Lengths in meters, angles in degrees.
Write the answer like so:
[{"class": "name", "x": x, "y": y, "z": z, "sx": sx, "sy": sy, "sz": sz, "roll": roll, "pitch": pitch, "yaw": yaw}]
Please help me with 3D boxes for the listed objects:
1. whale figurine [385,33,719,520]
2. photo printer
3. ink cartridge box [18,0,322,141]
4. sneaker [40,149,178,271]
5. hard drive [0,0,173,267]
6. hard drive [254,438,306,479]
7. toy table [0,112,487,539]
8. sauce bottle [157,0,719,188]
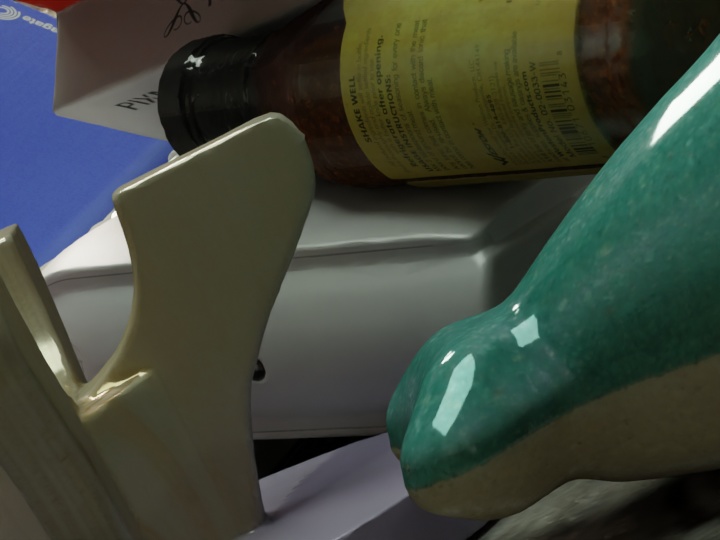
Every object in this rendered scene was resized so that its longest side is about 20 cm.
[{"class": "whale figurine", "x": 0.092, "y": -0.012, "z": 0.605, "sx": 0.199, "sy": 0.104, "sz": 0.159, "roll": -23, "pitch": 8, "yaw": 1}, {"class": "photo printer", "x": 0.000, "y": 0.000, "z": 0.821, "sx": 0.199, "sy": 0.070, "sz": 0.166, "roll": -5, "pitch": 15, "yaw": 36}, {"class": "ink cartridge box", "x": -0.041, "y": -0.090, "z": 0.818, "sx": 0.173, "sy": 0.044, "sz": 0.199, "roll": 11, "pitch": -18, "yaw": -38}, {"class": "sneaker", "x": -0.049, "y": -0.030, "z": 0.972, "sx": 0.199, "sy": 0.081, "sz": 0.075, "roll": -28, "pitch": 33, "yaw": -33}, {"class": "hard drive", "x": -0.150, "y": -0.049, "z": 1.054, "sx": 0.131, "sy": 0.025, "sz": 0.200, "roll": 22, "pitch": 33, "yaw": 10}, {"class": "hard drive", "x": -0.116, "y": 0.065, "z": 0.894, "sx": 0.199, "sy": 0.026, "sz": 0.132, "roll": -11, "pitch": 12, "yaw": 18}, {"class": "toy table", "x": -0.074, "y": 0.048, "z": 0.684, "sx": 0.199, "sy": 0.118, "sz": 0.184, "roll": -28, "pitch": 8, "yaw": -14}, {"class": "sauce bottle", "x": 0.019, "y": -0.056, "z": 0.732, "sx": 0.199, "sy": 0.066, "sz": 0.066, "roll": -1, "pitch": 22, "yaw": 44}]
